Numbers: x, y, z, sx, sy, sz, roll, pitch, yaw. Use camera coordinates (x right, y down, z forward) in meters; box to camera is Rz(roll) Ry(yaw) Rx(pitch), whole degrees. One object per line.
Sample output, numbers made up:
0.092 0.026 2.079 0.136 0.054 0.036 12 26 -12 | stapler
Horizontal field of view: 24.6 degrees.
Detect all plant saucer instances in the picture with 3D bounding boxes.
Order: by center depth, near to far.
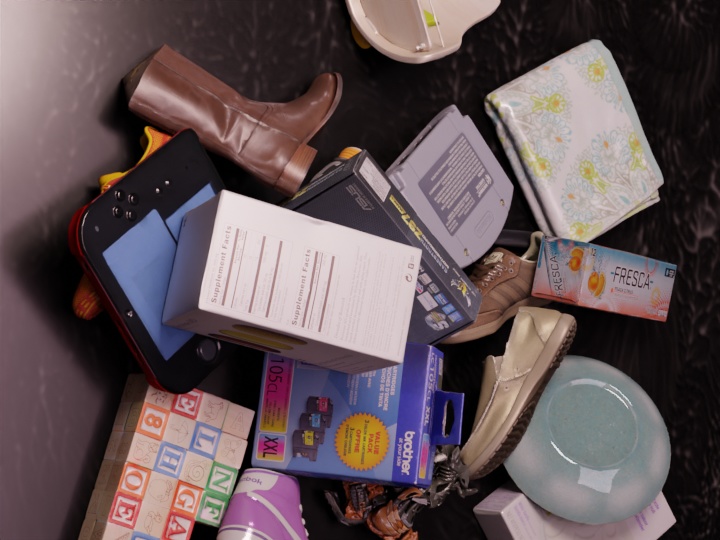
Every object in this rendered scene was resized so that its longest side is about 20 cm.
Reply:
0.244 0.171 1.774 0.199 0.039 0.202 7 57 -10 | plant saucer

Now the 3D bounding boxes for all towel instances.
0.243 -0.138 1.846 0.171 0.048 0.201 -30 98 -31 | towel

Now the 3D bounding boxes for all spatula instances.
0.121 -0.043 1.782 0.199 0.021 0.057 8 62 -35 | spatula

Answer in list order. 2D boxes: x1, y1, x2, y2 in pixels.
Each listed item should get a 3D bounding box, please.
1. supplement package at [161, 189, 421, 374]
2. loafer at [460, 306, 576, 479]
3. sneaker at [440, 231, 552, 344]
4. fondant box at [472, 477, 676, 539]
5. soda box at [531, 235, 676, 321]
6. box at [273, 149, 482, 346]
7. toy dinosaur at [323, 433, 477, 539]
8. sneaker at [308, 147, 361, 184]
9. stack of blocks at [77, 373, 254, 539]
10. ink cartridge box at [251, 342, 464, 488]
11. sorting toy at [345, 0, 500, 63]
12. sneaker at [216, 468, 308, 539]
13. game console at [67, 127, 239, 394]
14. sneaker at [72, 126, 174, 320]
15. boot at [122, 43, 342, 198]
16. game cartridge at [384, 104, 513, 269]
-0.063 0.015 1.499 0.199 0.114 0.110 16 75 -21 | supplement package
0.152 0.124 1.724 0.068 0.076 0.201 30 86 19 | loafer
0.135 0.018 1.760 0.199 0.070 0.076 -23 106 -41 | sneaker
0.236 0.268 1.807 0.199 0.058 0.145 -34 103 -30 | fondant box
0.267 0.010 1.799 0.199 0.063 0.069 11 91 -52 | soda box
0.000 0.000 1.631 0.200 0.157 0.051 51 32 -17 | box
0.038 0.228 1.689 0.135 0.102 0.201 -35 122 -13 | toy dinosaur
0.009 -0.022 1.690 0.077 0.078 0.201 -31 93 -25 | sneaker
-0.187 0.210 1.557 0.115 0.058 0.201 24 74 -27 | stack of blocks
0.004 0.136 1.603 0.198 0.076 0.138 4 82 13 | ink cartridge box
0.071 -0.322 1.739 0.179 0.106 0.202 -20 96 -38 | sorting toy
-0.064 0.268 1.609 0.201 0.072 0.115 59 32 -41 | sneaker
-0.167 -0.006 1.530 0.177 0.031 0.201 -42 115 -34 | game console
-0.226 -0.043 1.560 0.077 0.073 0.201 28 66 -5 | sneaker
-0.126 -0.178 1.627 0.199 0.064 0.187 27 41 -7 | boot
0.092 -0.077 1.715 0.134 0.041 0.200 60 34 -13 | game cartridge
